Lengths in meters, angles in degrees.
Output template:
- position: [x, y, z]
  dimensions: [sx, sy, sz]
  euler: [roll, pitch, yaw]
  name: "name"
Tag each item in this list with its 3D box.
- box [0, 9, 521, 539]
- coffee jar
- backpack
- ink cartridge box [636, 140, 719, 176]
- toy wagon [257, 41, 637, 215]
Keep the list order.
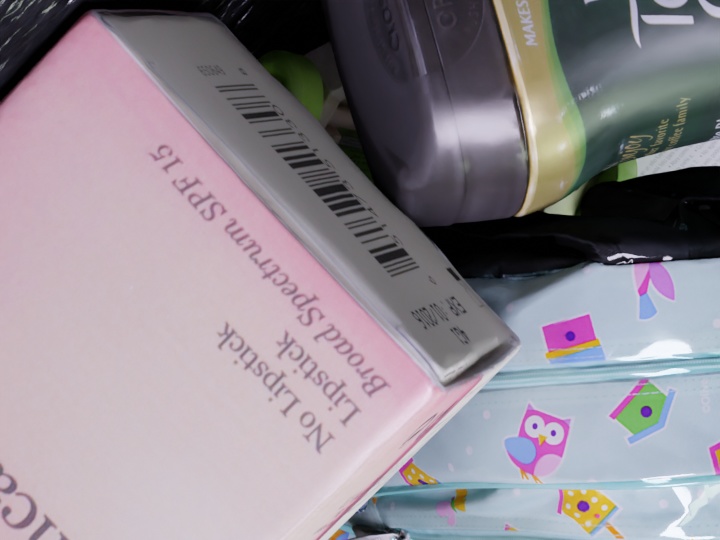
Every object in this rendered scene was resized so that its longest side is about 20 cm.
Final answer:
- position: [-0.077, 0.046, 0.669]
  dimensions: [0.200, 0.128, 0.109]
  euler: [-45, 174, 13]
  name: "box"
- position: [0.089, -0.080, 0.722]
  dimensions: [0.199, 0.105, 0.085]
  euler: [-15, 168, -7]
  name: "coffee jar"
- position: [0.066, 0.038, 0.782]
  dimensions: [0.166, 0.127, 0.200]
  euler: [-9, -179, -29]
  name: "backpack"
- position: [0.103, -0.069, 0.923]
  dimensions: [0.109, 0.199, 0.051]
  euler: [-49, -165, 52]
  name: "ink cartridge box"
- position: [0.000, 0.000, 0.890]
  dimensions: [0.155, 0.040, 0.200]
  euler: [11, 121, -39]
  name: "toy wagon"
